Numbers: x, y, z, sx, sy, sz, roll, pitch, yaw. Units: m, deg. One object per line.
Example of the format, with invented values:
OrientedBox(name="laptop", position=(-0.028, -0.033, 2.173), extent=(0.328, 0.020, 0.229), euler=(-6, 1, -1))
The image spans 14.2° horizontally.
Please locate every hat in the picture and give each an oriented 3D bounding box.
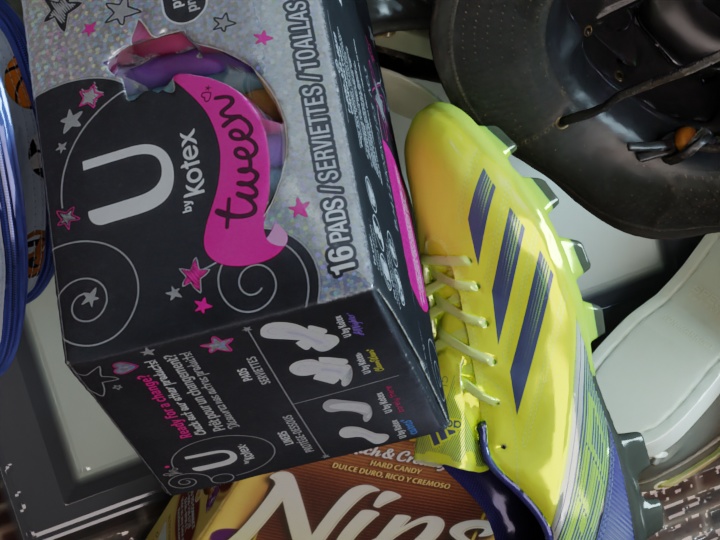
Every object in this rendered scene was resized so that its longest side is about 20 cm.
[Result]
OrientedBox(name="hat", position=(0.129, -0.103, 1.113), extent=(0.199, 0.081, 0.201), euler=(7, 141, 5))

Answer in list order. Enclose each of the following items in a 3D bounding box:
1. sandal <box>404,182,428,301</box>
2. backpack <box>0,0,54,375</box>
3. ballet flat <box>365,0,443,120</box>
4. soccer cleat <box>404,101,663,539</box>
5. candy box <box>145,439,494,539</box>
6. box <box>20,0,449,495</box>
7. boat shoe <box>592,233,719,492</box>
OrientedBox(name="sandal", position=(0.000, 0.000, 1.210), extent=(0.054, 0.081, 0.201), euler=(-19, 120, 14))
OrientedBox(name="backpack", position=(-0.194, -0.030, 1.067), extent=(0.153, 0.190, 0.201), euler=(-21, 115, -26))
OrientedBox(name="ballet flat", position=(0.059, -0.082, 1.191), extent=(0.199, 0.068, 0.069), euler=(12, 64, -15))
OrientedBox(name="soccer cleat", position=(0.051, 0.035, 1.107), extent=(0.083, 0.065, 0.201), euler=(-24, 103, -14))
OrientedBox(name="candy box", position=(-0.013, 0.106, 1.207), extent=(0.116, 0.057, 0.200), euler=(20, 123, -20))
OrientedBox(name="box", position=(-0.051, -0.041, 1.050), extent=(0.114, 0.201, 0.132), euler=(-15, 152, 7))
OrientedBox(name="boat shoe", position=(0.176, 0.018, 1.268), extent=(0.201, 0.072, 0.060), euler=(-41, 147, -12))
